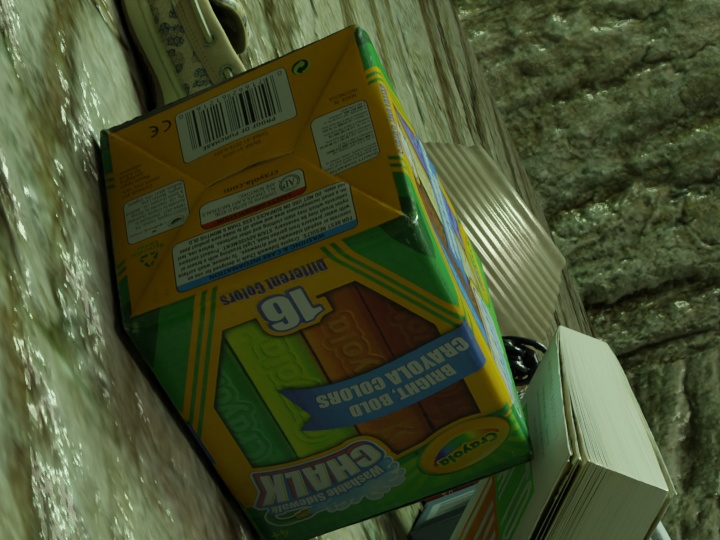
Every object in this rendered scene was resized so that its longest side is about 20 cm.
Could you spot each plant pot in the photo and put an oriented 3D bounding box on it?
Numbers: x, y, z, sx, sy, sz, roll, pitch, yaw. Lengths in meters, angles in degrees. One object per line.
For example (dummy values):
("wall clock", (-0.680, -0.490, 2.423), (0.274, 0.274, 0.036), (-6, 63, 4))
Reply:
("plant pot", (0.073, -0.018, 1.619), (0.201, 0.093, 0.201), (53, 4, -5))

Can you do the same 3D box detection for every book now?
("book", (0.063, 0.139, 1.050), (0.048, 0.201, 0.134), (21, 21, -10))

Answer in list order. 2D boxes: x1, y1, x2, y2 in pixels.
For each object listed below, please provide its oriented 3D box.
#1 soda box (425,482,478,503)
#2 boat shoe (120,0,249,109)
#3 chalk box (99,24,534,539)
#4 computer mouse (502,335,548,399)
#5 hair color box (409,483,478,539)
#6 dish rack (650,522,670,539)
("soda box", (0.099, 0.202, 1.514), (0.070, 0.063, 0.201), (-10, 79, -81))
("boat shoe", (-0.068, -0.096, 1.144), (0.073, 0.062, 0.201), (54, 17, -61))
("chalk box", (-0.010, 0.024, 1.006), (0.124, 0.124, 0.200), (-103, 168, -46))
("computer mouse", (0.074, 0.100, 1.374), (0.200, 0.140, 0.046), (45, 49, -49))
("hair color box", (0.095, 0.230, 1.426), (0.099, 0.060, 0.201), (-32, 101, -81))
("dish rack", (0.142, 0.192, 1.309), (0.172, 0.043, 0.200), (-86, 152, -47))
